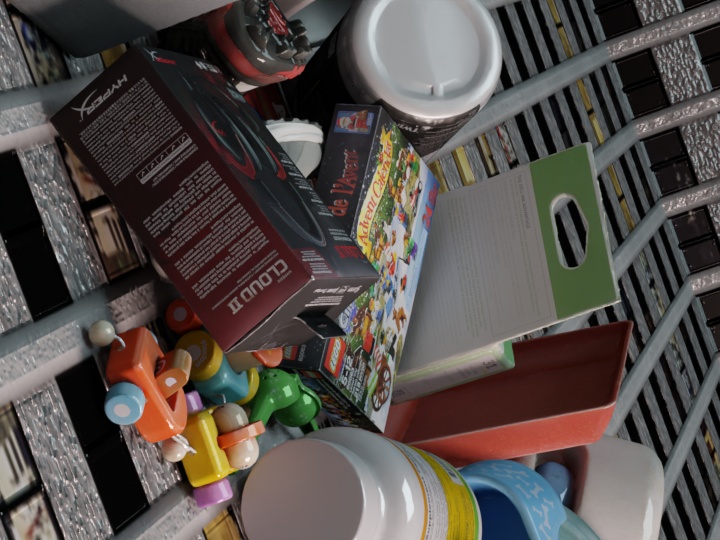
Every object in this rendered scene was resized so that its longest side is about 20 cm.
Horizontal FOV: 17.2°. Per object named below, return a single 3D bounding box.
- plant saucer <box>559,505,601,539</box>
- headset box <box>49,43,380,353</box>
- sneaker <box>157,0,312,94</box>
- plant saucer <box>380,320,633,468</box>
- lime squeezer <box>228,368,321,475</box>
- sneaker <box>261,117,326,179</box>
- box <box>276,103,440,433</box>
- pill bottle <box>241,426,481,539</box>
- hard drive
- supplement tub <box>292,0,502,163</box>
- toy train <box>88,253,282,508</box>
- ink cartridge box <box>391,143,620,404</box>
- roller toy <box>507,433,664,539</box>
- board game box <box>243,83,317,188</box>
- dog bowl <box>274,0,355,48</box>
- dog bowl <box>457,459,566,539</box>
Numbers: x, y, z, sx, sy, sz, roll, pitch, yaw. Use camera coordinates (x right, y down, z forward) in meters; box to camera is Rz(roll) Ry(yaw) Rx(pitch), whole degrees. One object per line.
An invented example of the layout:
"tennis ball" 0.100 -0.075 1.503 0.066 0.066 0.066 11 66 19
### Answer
"plant saucer" 0.107 0.243 1.693 0.027 0.200 0.201 131 -51 -60
"headset box" -0.079 -0.034 1.450 0.200 0.075 0.149 53 13 11
"sneaker" -0.087 -0.147 1.598 0.071 0.098 0.200 55 4 -11
"plant saucer" 0.109 0.102 1.815 0.200 0.199 0.037 -58 135 -70
"lime squeezer" -0.047 0.102 1.582 0.200 0.038 0.071 21 52 -71
"sneaker" -0.077 -0.064 1.632 0.200 0.074 0.080 -11 92 -69
"box" 0.000 0.000 1.706 0.137 0.038 0.201 48 51 -61
"pill bottle" -0.001 0.160 1.529 0.200 0.111 0.111 28 45 -67
"hard drive" -0.154 -0.197 1.377 0.200 0.139 0.033 42 34 -60
"supplement tub" 0.021 -0.137 1.801 0.200 0.122 0.123 139 -64 -67
"toy train" -0.097 0.053 1.436 0.200 0.055 0.151 -80 147 -60
"ink cartridge box" 0.096 0.002 1.785 0.048 0.199 0.146 50 27 -54
"roller toy" 0.148 0.210 1.845 0.200 0.139 0.183 -71 175 -86
"board game box" -0.047 -0.045 1.787 0.103 0.019 0.201 -61 130 -71
"dog bowl" -0.009 -0.226 1.782 0.059 0.200 0.200 65 15 7
"dog bowl" 0.099 0.224 1.617 0.050 0.111 0.201 15 50 -65
